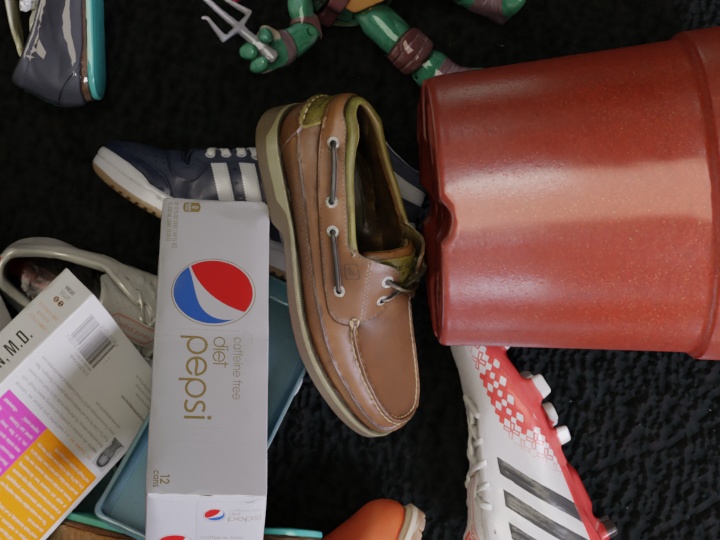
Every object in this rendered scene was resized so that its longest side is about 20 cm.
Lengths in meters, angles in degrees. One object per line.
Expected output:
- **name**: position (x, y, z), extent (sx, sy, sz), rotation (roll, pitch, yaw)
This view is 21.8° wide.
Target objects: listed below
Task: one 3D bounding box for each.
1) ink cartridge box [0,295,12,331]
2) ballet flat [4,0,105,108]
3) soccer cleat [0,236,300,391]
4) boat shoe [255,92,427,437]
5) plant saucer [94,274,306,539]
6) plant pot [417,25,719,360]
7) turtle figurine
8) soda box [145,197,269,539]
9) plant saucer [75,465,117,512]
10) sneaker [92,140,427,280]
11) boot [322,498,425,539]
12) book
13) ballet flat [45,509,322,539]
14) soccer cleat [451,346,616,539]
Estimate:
- **ink cartridge box**: position (-0.275, 0.024, 1.091), extent (0.115, 0.068, 0.201), rotation (-40, 66, 27)
- **ballet flat**: position (-0.184, -0.201, 1.140), extent (0.072, 0.073, 0.202), rotation (5, 90, 4)
- **soccer cleat**: position (-0.130, 0.034, 1.117), extent (0.198, 0.085, 0.069), rotation (25, 89, 4)
- **boat shoe**: position (0.000, 0.000, 1.050), extent (0.067, 0.072, 0.202), rotation (-8, 108, 35)
- **plant saucer**: position (-0.079, 0.079, 1.056), extent (0.069, 0.019, 0.201), rotation (25, 50, 1)
- **plant pot**: position (0.133, -0.039, 1.038), extent (0.193, 0.201, 0.203), rotation (-3, 87, -2)
- **turtle figurine**: position (-0.005, -0.179, 1.112), extent (0.199, 0.101, 0.151), rotation (26, 104, -11)
- **soda box**: position (-0.081, 0.057, 1.011), extent (0.063, 0.068, 0.201), rotation (2, 50, -5)
- **plant saucer**: position (-0.229, 0.173, 1.142), extent (0.198, 0.036, 0.202), rotation (0, 87, 3)
- **sneaker**: position (-0.054, -0.060, 1.123), extent (0.198, 0.070, 0.109), rotation (25, 94, -3)
- **boot**: position (-0.055, 0.190, 1.101), extent (0.200, 0.075, 0.107), rotation (-42, 99, 0)
- **book**: position (-0.200, 0.105, 1.014), extent (0.200, 0.134, 0.048), rotation (-44, 61, -10)
- **ballet flat**: position (-0.107, 0.176, 1.055), extent (0.198, 0.068, 0.073), rotation (1, 80, 27)
- **soccer cleat**: position (0.089, 0.124, 1.104), extent (0.085, 0.069, 0.201), rotation (-27, 91, -2)
